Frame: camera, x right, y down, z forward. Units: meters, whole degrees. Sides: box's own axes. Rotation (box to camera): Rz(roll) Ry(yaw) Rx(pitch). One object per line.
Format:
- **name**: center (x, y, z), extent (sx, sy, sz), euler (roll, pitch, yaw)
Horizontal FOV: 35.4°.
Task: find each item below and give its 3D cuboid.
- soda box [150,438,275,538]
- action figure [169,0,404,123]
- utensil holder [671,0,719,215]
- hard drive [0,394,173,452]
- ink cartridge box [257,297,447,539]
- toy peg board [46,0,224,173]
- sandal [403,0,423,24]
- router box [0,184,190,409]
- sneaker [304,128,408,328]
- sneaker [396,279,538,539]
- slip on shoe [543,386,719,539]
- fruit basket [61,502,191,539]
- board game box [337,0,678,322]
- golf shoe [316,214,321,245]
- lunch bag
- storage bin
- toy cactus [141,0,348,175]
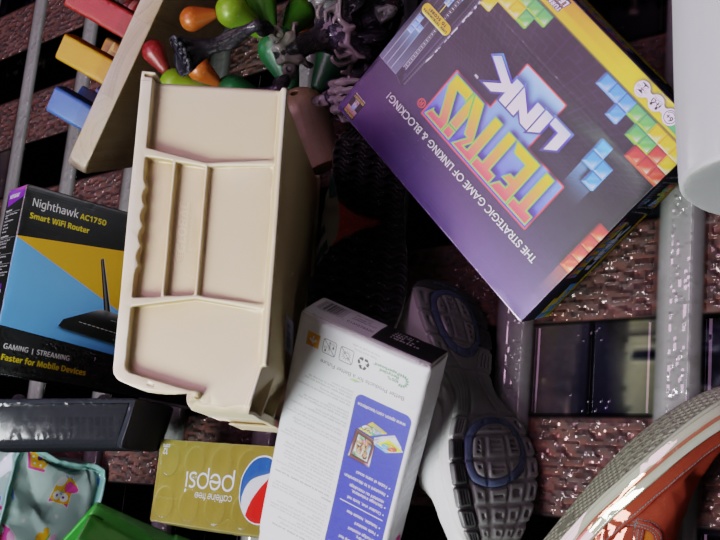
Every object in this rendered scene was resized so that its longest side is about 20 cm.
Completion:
- **soda box**: center (-0.077, 0.171, 0.872), extent (0.198, 0.064, 0.069), euler (-5, 73, 44)
- **action figure**: center (-0.031, -0.165, 0.824), extent (0.198, 0.120, 0.102), euler (-26, 20, -12)
- **utensil holder**: center (0.243, -0.140, 0.585), extent (0.168, 0.169, 0.204), euler (-7, 75, 43)
- **hard drive**: center (-0.223, 0.124, 0.906), extent (0.132, 0.200, 0.043), euler (0, 81, -2)
- **ink cartridge box**: center (-0.010, 0.127, 0.740), extent (0.094, 0.037, 0.203), euler (22, 113, 22)
- **toy peg board**: center (-0.210, -0.204, 1.013), extent (0.097, 0.200, 0.201), euler (29, 101, 4)
- **sandal**: center (0.065, -0.194, 0.844), extent (0.047, 0.075, 0.204), euler (-7, 72, 24)
- **router box**: center (-0.210, 0.028, 0.949), extent (0.051, 0.198, 0.152), euler (-5, 74, 52)
- **sneaker**: center (0.000, 0.000, 0.827), extent (0.069, 0.094, 0.203), euler (5, 60, 1)
- **sneaker**: center (0.060, 0.108, 0.766), extent (0.087, 0.074, 0.202), euler (-46, 43, 40)
- **slip on shoe**: center (0.159, 0.148, 0.656), extent (0.061, 0.074, 0.201), euler (39, 102, 8)
- **fruit basket**: center (-0.200, 0.327, 0.916), extent (0.217, 0.214, 0.156), euler (-56, 7, 15)
- **board game box**: center (0.103, -0.097, 0.735), extent (0.166, 0.056, 0.201), euler (-48, 71, 22)
- **golf shoe**: center (-0.067, -0.014, 0.927), extent (0.095, 0.077, 0.202), euler (-59, 44, 47)
- **lunch bag**: center (-0.343, 0.270, 1.065), extent (0.169, 0.121, 0.203), euler (-7, 67, 42)
- **storage bin**: center (-0.088, 0.000, 0.759), extent (0.092, 0.200, 0.202), euler (3, 79, 4)
- **toy cactus**: center (-0.063, -0.154, 0.913), extent (0.102, 0.197, 0.167), euler (123, 126, -74)
